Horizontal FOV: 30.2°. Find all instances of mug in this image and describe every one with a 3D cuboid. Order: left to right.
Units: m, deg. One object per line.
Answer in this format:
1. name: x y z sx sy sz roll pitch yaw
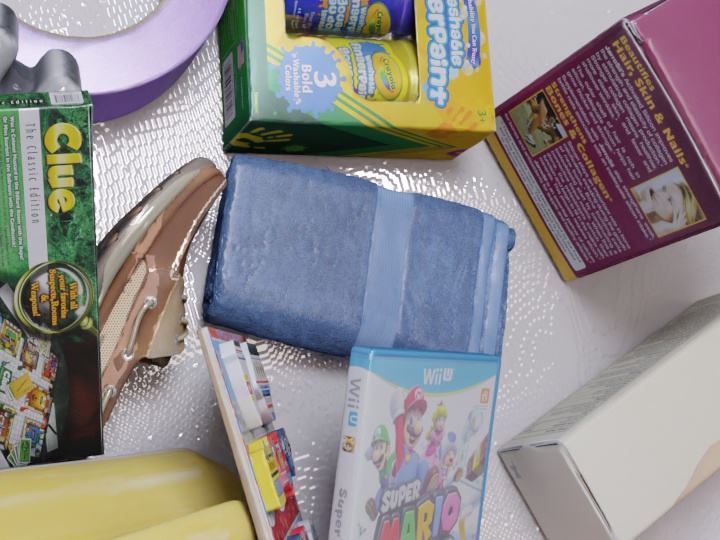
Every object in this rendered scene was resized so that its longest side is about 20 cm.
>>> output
1. mug: -0.122 0.169 0.695 0.151 0.186 0.152 -12 108 -31

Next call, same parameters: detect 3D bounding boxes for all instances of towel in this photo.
1. towel: 0.000 0.000 0.838 0.197 0.048 0.114 14 77 -19

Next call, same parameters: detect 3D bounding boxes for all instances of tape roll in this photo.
1. tape roll: -0.177 -0.193 0.799 0.197 0.066 0.204 5 77 -21

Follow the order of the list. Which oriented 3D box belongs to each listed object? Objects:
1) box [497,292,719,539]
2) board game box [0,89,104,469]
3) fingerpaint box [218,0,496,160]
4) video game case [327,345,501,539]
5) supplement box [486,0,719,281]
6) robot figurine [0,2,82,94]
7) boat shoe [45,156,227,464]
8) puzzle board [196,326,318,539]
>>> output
1. box: 0.197 0.094 0.872 0.199 0.095 0.078 -32 92 -22
2. board game box: -0.182 0.011 0.665 0.103 0.024 0.203 -3 119 -15
3. fingerpaint box: -0.006 -0.180 0.857 0.164 0.073 0.204 1 79 -21
4. video game case: 0.029 0.148 0.774 0.142 0.018 0.204 7 89 -54
5. supplement box: 0.181 -0.088 0.843 0.102 0.200 0.132 -30 91 -23
6. robot figurine: -0.228 -0.043 0.702 0.169 0.113 0.201 36 102 -22
7. boat shoe: -0.135 0.026 0.772 0.072 0.076 0.201 38 78 -14
8. puzzle board: -0.048 0.106 0.720 0.017 0.200 0.153 -17 86 -2
